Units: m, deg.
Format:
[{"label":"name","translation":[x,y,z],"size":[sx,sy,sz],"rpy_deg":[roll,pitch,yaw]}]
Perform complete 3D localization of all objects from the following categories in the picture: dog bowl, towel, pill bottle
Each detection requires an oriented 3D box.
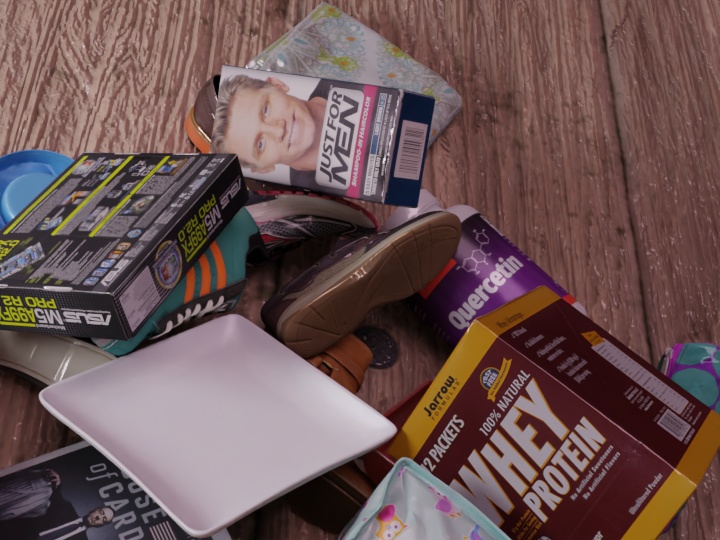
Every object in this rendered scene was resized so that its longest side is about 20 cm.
[{"label":"dog bowl","translation":[-0.247,-0.019,1.117],"size":[0.200,0.050,0.111],"rpy_deg":[40,48,10]},{"label":"towel","translation":[-0.004,-0.193,1.371],"size":[0.200,0.048,0.171],"rpy_deg":[36,48,5]},{"label":"pill bottle","translation":[0.107,0.017,1.210],"size":[0.200,0.113,0.112],"rpy_deg":[42,48,12]}]

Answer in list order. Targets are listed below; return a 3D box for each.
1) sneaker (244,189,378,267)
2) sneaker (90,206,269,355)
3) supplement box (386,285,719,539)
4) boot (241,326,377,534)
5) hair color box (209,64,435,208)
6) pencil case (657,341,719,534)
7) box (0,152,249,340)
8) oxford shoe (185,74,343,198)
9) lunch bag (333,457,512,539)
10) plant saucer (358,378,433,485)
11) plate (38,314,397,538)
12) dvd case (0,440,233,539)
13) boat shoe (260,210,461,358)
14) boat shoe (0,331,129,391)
[{"label":"sneaker","translation":[-0.082,-0.038,1.185],"size":[0.199,0.081,0.075],"rpy_deg":[1,94,-9]},{"label":"sneaker","translation":[-0.139,0.014,1.063],"size":[0.080,0.071,0.200],"rpy_deg":[51,47,-14]},{"label":"supplement box","translation":[0.164,0.134,1.034],"size":[0.200,0.133,0.197],"rpy_deg":[37,19,14]},{"label":"boot","translation":[-0.028,0.126,1.097],"size":[0.200,0.077,0.155],"rpy_deg":[31,43,11]},{"label":"hair color box","translation":[-0.038,-0.120,1.146],"size":[0.200,0.100,0.060],"rpy_deg":[13,6,34]},{"label":"pencil case","translation":[0.287,0.153,1.203],"size":[0.092,0.085,0.200],"rpy_deg":[48,47,-6]},{"label":"box","translation":[-0.202,-0.026,1.014],"size":[0.160,0.044,0.200],"rpy_deg":[2,35,26]},{"label":"oxford shoe","translation":[-0.086,-0.110,1.249],"size":[0.200,0.073,0.071],"rpy_deg":[38,47,7]},{"label":"lunch bag","translation":[0.062,0.261,0.954],"size":[0.200,0.170,0.122],"rpy_deg":[35,53,3]},{"label":"plant saucer","translation":[0.100,0.183,1.072],"size":[0.200,0.037,0.200],"rpy_deg":[37,19,11]},{"label":"plate","translation":[-0.108,0.117,0.976],"size":[0.199,0.032,0.200],"rpy_deg":[-23,43,-40]},{"label":"dvd case","translation":[-0.206,0.194,0.935],"size":[0.199,0.025,0.150],"rpy_deg":[-19,49,-20]},{"label":"boat shoe","translation":[0.000,0.000,1.119],"size":[0.200,0.072,0.065],"rpy_deg":[-35,46,-21]},{"label":"boat shoe","translation":[-0.272,0.056,1.051],"size":[0.200,0.057,0.067],"rpy_deg":[30,83,5]}]
